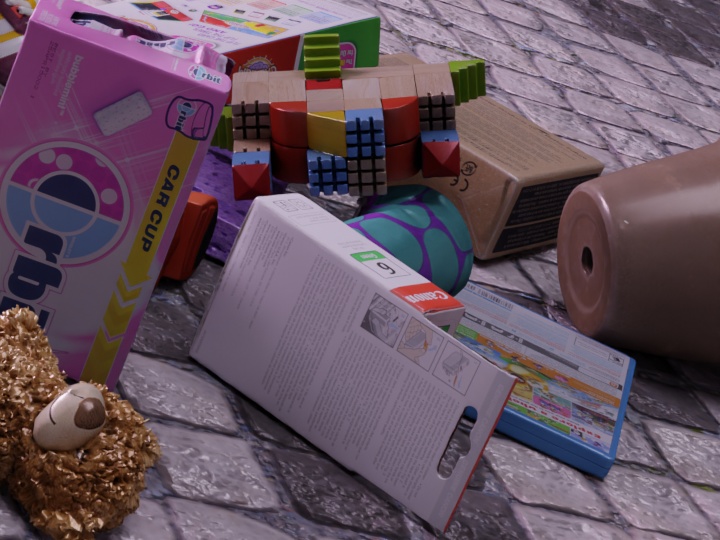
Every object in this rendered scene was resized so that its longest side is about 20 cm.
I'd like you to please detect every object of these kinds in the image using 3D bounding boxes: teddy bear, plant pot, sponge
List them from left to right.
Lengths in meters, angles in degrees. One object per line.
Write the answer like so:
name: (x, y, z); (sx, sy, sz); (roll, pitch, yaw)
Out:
teddy bear: (-0.195, 0.059, 1.284); (0.200, 0.067, 0.145); (35, 24, 29)
sponge: (-0.109, -0.062, 1.761); (0.111, 0.030, 0.200); (24, 18, -2)
plant pot: (0.240, -0.009, 1.842); (0.174, 0.201, 0.200); (-4, 28, -17)

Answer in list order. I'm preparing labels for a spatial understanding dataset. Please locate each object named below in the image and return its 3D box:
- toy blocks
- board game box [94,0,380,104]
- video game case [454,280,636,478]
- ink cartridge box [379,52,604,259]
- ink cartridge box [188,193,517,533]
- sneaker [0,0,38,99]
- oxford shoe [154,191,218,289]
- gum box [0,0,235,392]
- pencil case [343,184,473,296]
toy blocks: (-0.010, -0.092, 1.711); (0.200, 0.100, 0.137); (-3, 21, -1)
board game box: (-0.109, -0.170, 1.897); (0.200, 0.040, 0.153); (-17, 29, -39)
video game case: (0.109, 0.067, 1.696); (0.143, 0.018, 0.200); (26, 19, 2)
ink cartridge box: (0.063, -0.091, 1.969); (0.200, 0.075, 0.165); (31, 19, 23)
ink cartridge box: (0.003, 0.051, 1.474); (0.200, 0.109, 0.050); (34, 22, 25)
sneaker: (-0.246, -0.174, 1.800); (0.200, 0.090, 0.075); (25, 19, 5)
oxford shoe: (-0.147, -0.027, 1.557); (0.072, 0.071, 0.200); (21, 2, 10)
gum box: (-0.154, -0.048, 1.408); (0.113, 0.200, 0.066); (20, 20, -7)
pencil case: (0.000, 0.000, 1.642); (0.092, 0.085, 0.200); (44, 22, 9)
